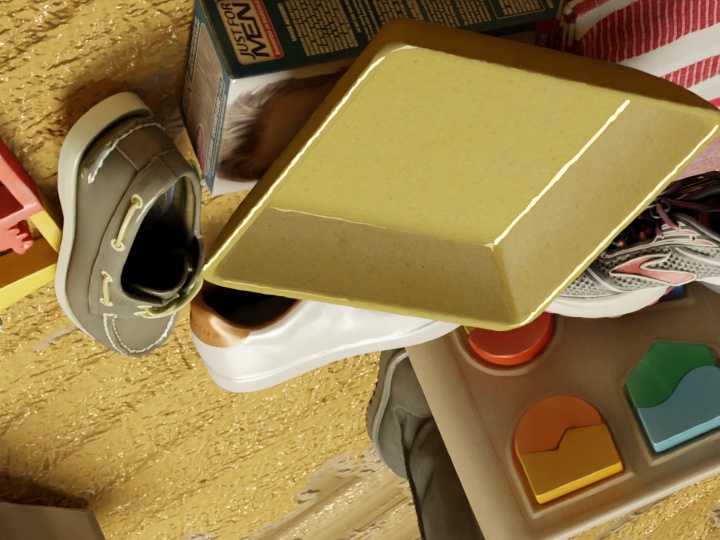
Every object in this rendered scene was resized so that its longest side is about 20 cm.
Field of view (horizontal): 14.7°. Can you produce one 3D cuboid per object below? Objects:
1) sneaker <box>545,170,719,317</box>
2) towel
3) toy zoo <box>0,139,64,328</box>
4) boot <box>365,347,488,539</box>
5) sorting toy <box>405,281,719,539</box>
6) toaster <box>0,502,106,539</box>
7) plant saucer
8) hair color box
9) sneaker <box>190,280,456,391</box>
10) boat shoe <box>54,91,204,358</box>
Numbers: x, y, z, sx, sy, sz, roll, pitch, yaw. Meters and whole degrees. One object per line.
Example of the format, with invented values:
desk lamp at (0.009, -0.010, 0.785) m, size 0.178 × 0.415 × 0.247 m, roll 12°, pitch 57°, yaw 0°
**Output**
sneaker at (0.169, -0.026, 1.572) m, size 0.199 × 0.081 × 0.075 m, roll -6°, pitch 155°, yaw 16°
towel at (0.161, -0.101, 1.439) m, size 0.144 × 0.023 × 0.200 m, roll -23°, pitch 151°, yaw -14°
toy zoo at (-0.225, -0.015, 1.430) m, size 0.131 × 0.021 × 0.200 m, roll -25°, pitch 151°, yaw 4°
boot at (0.059, 0.153, 1.715) m, size 0.072 × 0.201 × 0.182 m, roll -19°, pitch 150°, yaw -4°
sorting toy at (0.133, 0.049, 1.610) m, size 0.199 × 0.186 × 0.036 m, roll -25°, pitch 157°, yaw 6°
toaster at (-0.235, 0.234, 1.699) m, size 0.180 × 0.119 × 0.200 m, roll -31°, pitch 162°, yaw 19°
plant saucer at (0.046, -0.053, 1.377) m, size 0.199 × 0.049 × 0.200 m, roll 9°, pitch 142°, yaw -30°
hair color box at (0.014, -0.106, 1.406) m, size 0.199 × 0.061 × 0.100 m, roll -12°, pitch 148°, yaw -17°
sneaker at (0.000, 0.000, 1.541) m, size 0.199 × 0.073 × 0.085 m, roll -25°, pitch 144°, yaw -3°
boat shoe at (-0.116, -0.009, 1.451) m, size 0.072 × 0.060 × 0.202 m, roll -36°, pitch 154°, yaw -23°
